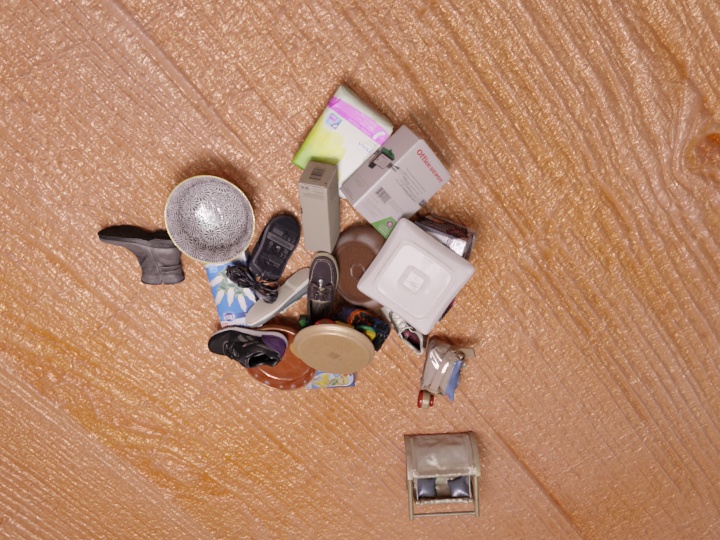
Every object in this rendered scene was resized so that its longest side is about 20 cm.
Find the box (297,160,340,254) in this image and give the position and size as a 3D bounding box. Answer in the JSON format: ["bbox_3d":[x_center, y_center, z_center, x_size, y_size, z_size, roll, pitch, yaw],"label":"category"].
[{"bbox_3d":[-0.088,-0.134,1.278,0.067,0.083,0.202,12,139,10],"label":"box"}]

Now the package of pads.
[{"bbox_3d":[-0.036,-0.277,1.273,0.154,0.068,0.201,33,109,-13],"label":"package of pads"}]

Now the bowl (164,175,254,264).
[{"bbox_3d":[-0.329,-0.126,1.314,0.197,0.094,0.204,0,112,0],"label":"bowl"}]

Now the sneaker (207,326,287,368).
[{"bbox_3d":[-0.278,0.188,1.384,0.197,0.088,0.077,-2,122,10],"label":"sneaker"}]

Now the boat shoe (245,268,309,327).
[{"bbox_3d":[-0.183,0.078,1.394,0.199,0.073,0.062,-39,130,-14],"label":"boat shoe"}]

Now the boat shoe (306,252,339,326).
[{"bbox_3d":[-0.091,0.053,1.356,0.071,0.065,0.202,8,126,-4],"label":"boat shoe"}]

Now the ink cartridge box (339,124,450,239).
[{"bbox_3d":[0.077,-0.190,1.265,0.200,0.085,0.146,-43,135,7],"label":"ink cartridge box"}]

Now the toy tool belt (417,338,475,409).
[{"bbox_3d":[0.219,0.276,1.487,0.121,0.125,0.203,9,114,4],"label":"toy tool belt"}]

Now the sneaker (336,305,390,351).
[{"bbox_3d":[0.011,0.134,1.426,0.076,0.078,0.200,-53,142,-9],"label":"sneaker"}]

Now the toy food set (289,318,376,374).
[{"bbox_3d":[-0.059,0.179,1.350,0.195,0.049,0.201,18,138,-11],"label":"toy food set"}]

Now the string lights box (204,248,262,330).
[{"bbox_3d":[-0.303,0.042,1.406,0.101,0.059,0.203,-10,113,0],"label":"string lights box"}]

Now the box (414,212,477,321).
[{"bbox_3d":[0.172,-0.009,1.343,0.131,0.115,0.203,23,114,18],"label":"box"}]

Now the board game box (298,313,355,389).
[{"bbox_3d":[-0.083,0.208,1.496,0.133,0.035,0.203,-3,113,0],"label":"board game box"}]

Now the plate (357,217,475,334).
[{"bbox_3d":[0.118,0.020,1.278,0.198,0.032,0.201,34,111,0],"label":"plate"}]

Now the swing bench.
[{"bbox_3d":[0.223,0.562,1.604,0.195,0.130,0.203,-4,113,1],"label":"swing bench"}]

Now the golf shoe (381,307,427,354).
[{"bbox_3d":[0.106,0.118,1.435,0.077,0.088,0.201,-35,108,15],"label":"golf shoe"}]

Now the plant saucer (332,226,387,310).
[{"bbox_3d":[0.000,0.000,1.355,0.198,0.037,0.204,10,108,30],"label":"plant saucer"}]

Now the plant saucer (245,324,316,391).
[{"bbox_3d":[-0.202,0.217,1.460,0.197,0.032,0.203,4,122,6],"label":"plant saucer"}]

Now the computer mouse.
[{"bbox_3d":[-0.214,-0.039,1.354,0.138,0.053,0.202,33,83,-23],"label":"computer mouse"}]

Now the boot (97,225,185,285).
[{"bbox_3d":[-0.516,-0.029,1.370,0.197,0.070,0.133,9,118,0],"label":"boot"}]
